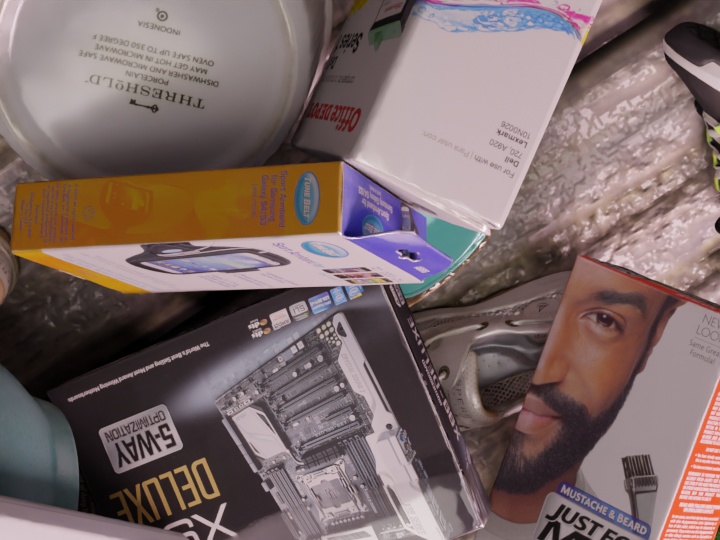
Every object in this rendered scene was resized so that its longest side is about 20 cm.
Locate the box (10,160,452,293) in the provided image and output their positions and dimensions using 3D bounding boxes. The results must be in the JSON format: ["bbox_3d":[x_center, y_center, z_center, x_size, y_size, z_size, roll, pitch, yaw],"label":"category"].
[{"bbox_3d":[-0.058,-0.019,0.874,0.200,0.119,0.042,-4,78,20],"label":"box"}]

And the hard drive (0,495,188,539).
[{"bbox_3d":[-0.173,0.174,0.862,0.132,0.026,0.200,-50,153,5],"label":"hard drive"}]

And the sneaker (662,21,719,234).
[{"bbox_3d":[0.227,-0.053,0.989,0.200,0.072,0.083,41,108,-21],"label":"sneaker"}]

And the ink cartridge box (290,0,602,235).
[{"bbox_3d":[0.053,-0.130,0.863,0.084,0.145,0.200,24,91,-15],"label":"ink cartridge box"}]

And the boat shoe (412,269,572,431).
[{"bbox_3d":[0.060,0.061,1.033,0.200,0.069,0.071,-24,115,7],"label":"boat shoe"}]

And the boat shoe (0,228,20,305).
[{"bbox_3d":[-0.293,0.026,0.989,0.200,0.069,0.074,-19,116,5],"label":"boat shoe"}]

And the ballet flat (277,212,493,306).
[{"bbox_3d":[0.000,0.000,1.001,0.200,0.065,0.071,-40,107,13],"label":"ballet flat"}]

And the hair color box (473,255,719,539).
[{"bbox_3d":[0.140,0.105,0.951,0.064,0.111,0.200,13,98,-49],"label":"hair color box"}]

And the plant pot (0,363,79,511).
[{"bbox_3d":[-0.231,0.118,0.916,0.134,0.200,0.201,12,117,-34],"label":"plant pot"}]

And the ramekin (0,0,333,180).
[{"bbox_3d":[-0.112,-0.125,0.915,0.202,0.094,0.203,-2,116,-4],"label":"ramekin"}]

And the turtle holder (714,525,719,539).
[{"bbox_3d":[0.170,0.188,1.063,0.185,0.141,0.132,40,106,-21],"label":"turtle holder"}]

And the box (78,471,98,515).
[{"bbox_3d":[-0.161,0.141,1.039,0.199,0.075,0.100,-4,92,-1],"label":"box"}]

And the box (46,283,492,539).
[{"bbox_3d":[-0.049,0.098,0.961,0.200,0.050,0.158,-22,92,12],"label":"box"}]
